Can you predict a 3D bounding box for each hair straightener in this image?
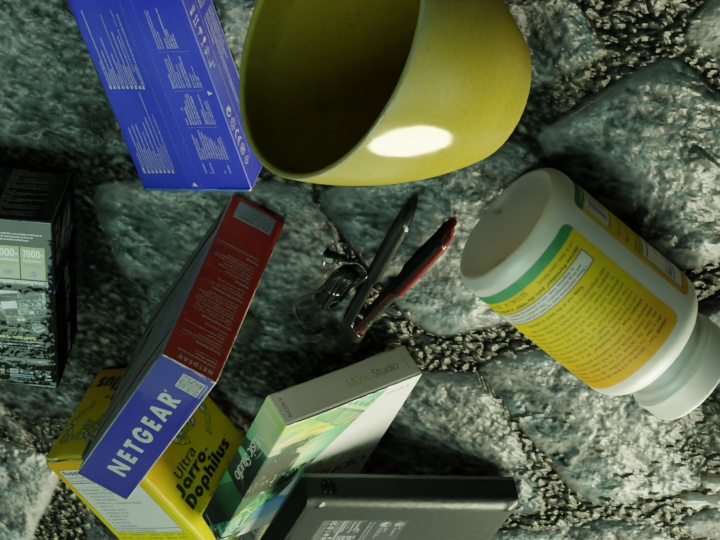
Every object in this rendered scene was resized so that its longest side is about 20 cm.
[{"bbox_3d":[0.000,0.000,1.765,0.077,0.041,0.200,30,143,-10],"label":"hair straightener"}]

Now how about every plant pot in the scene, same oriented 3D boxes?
[{"bbox_3d":[0.032,-0.142,1.500,0.142,0.200,0.200,16,147,-36],"label":"plant pot"}]

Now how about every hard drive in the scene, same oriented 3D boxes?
[{"bbox_3d":[0.023,0.226,1.932,0.200,0.033,0.140,3,144,-22],"label":"hard drive"}]

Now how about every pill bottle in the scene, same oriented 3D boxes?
[{"bbox_3d":[0.181,0.023,1.652,0.200,0.113,0.113,37,136,-20],"label":"pill bottle"}]

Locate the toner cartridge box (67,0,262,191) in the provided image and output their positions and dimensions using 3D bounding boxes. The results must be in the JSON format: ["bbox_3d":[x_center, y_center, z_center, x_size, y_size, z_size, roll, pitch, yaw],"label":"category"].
[{"bbox_3d":[-0.144,-0.146,1.653,0.095,0.043,0.200,2,136,21],"label":"toner cartridge box"}]

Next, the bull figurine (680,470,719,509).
[{"bbox_3d":[0.343,0.189,1.805,0.121,0.065,0.200,-13,127,38],"label":"bull figurine"}]

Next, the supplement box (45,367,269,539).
[{"bbox_3d":[-0.164,0.190,1.964,0.109,0.110,0.200,-6,134,41],"label":"supplement box"}]

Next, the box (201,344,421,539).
[{"bbox_3d":[-0.043,0.149,1.867,0.036,0.144,0.200,55,144,22],"label":"box"}]

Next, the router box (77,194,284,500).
[{"bbox_3d":[-0.146,0.063,1.777,0.049,0.180,0.200,29,139,-9],"label":"router box"}]

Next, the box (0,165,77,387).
[{"bbox_3d":[-0.340,0.000,1.807,0.200,0.086,0.164,4,123,3],"label":"box"}]
